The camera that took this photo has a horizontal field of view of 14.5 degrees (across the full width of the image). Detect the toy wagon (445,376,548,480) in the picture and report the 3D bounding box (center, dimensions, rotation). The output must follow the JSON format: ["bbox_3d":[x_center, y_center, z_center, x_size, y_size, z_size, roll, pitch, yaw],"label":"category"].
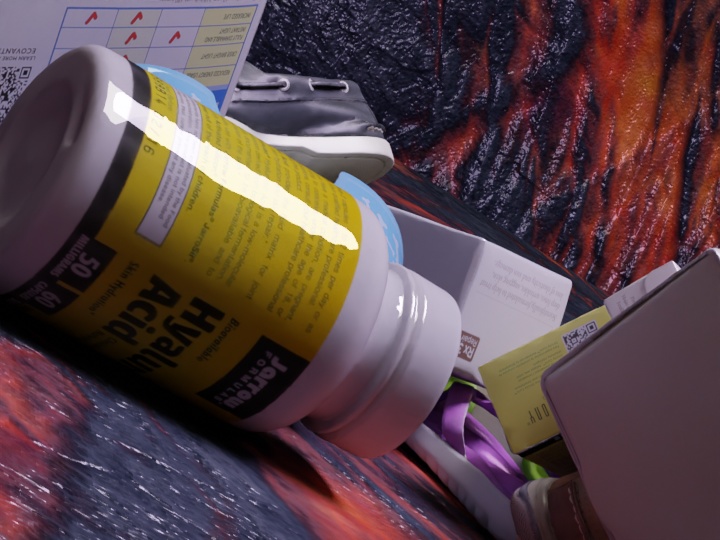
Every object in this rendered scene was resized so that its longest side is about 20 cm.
[{"bbox_3d":[0.097,0.096,1.602,0.200,0.040,0.155,34,6,1],"label":"toy wagon"}]

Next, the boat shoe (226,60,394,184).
[{"bbox_3d":[-0.071,-0.089,1.554,0.199,0.074,0.066,3,65,-31],"label":"boat shoe"}]

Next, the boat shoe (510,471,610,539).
[{"bbox_3d":[0.140,0.121,1.331,0.200,0.072,0.076,2,65,-65],"label":"boat shoe"}]

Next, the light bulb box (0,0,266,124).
[{"bbox_3d":[-0.143,-0.155,1.325,0.125,0.201,0.198,36,25,31],"label":"light bulb box"}]

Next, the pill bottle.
[{"bbox_3d":[-0.058,-0.001,1.183,0.200,0.112,0.111,30,7,-25],"label":"pill bottle"}]

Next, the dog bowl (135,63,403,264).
[{"bbox_3d":[-0.066,-0.010,1.272,0.200,0.112,0.050,31,20,-25],"label":"dog bowl"}]

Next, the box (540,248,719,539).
[{"bbox_3d":[0.196,0.080,1.253,0.200,0.109,0.128,10,49,-50],"label":"box"}]

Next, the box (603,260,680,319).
[{"bbox_3d":[0.170,0.050,1.365,0.200,0.039,0.042,39,23,-60],"label":"box"}]

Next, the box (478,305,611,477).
[{"bbox_3d":[0.127,0.071,1.407,0.200,0.075,0.050,29,36,-65],"label":"box"}]

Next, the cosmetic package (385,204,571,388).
[{"bbox_3d":[0.000,0.000,1.482,0.199,0.074,0.102,18,-4,34],"label":"cosmetic package"}]

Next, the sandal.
[{"bbox_3d":[0.070,0.091,1.423,0.082,0.050,0.203,30,9,-32],"label":"sandal"}]
